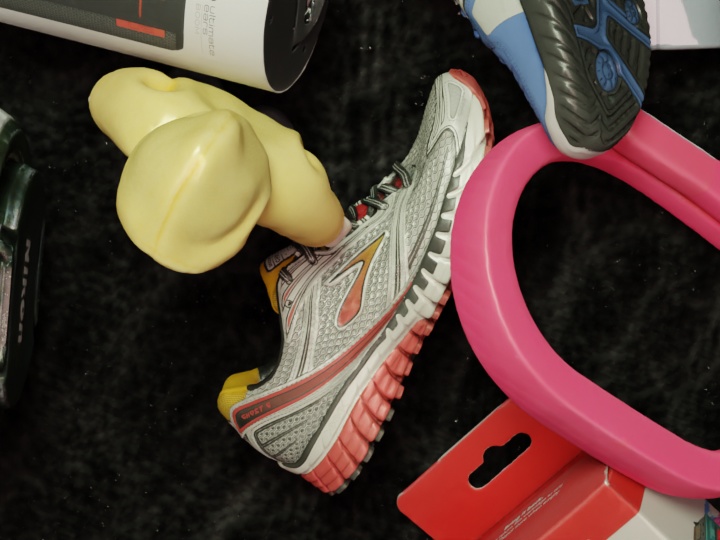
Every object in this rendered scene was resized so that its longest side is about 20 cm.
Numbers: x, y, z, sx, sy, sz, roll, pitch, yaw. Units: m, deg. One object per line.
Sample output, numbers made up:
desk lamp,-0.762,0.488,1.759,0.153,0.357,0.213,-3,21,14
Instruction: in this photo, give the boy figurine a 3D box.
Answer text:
boy figurine,-0.059,-0.042,0.907,0.124,0.200,0.064,30,99,-9

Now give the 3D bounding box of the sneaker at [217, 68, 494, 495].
sneaker,0.000,0.000,0.974,0.082,0.078,0.200,26,98,-3

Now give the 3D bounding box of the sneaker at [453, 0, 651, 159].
sneaker,0.062,-0.136,0.937,0.077,0.076,0.200,-31,71,36

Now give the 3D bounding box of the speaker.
speaker,-0.114,-0.136,0.924,0.200,0.081,0.081,16,100,14

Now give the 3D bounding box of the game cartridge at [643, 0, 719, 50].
game cartridge,0.188,-0.166,0.968,0.200,0.040,0.134,-1,103,0

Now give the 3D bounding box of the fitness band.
fitness band,0.125,0.015,0.949,0.200,0.037,0.144,32,66,-24

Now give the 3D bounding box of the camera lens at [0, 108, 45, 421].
camera lens,-0.243,-0.002,0.933,0.200,0.160,0.160,6,99,0

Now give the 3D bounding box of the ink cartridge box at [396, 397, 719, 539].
ink cartridge box,0.116,0.153,0.990,0.200,0.067,0.116,43,115,-7
